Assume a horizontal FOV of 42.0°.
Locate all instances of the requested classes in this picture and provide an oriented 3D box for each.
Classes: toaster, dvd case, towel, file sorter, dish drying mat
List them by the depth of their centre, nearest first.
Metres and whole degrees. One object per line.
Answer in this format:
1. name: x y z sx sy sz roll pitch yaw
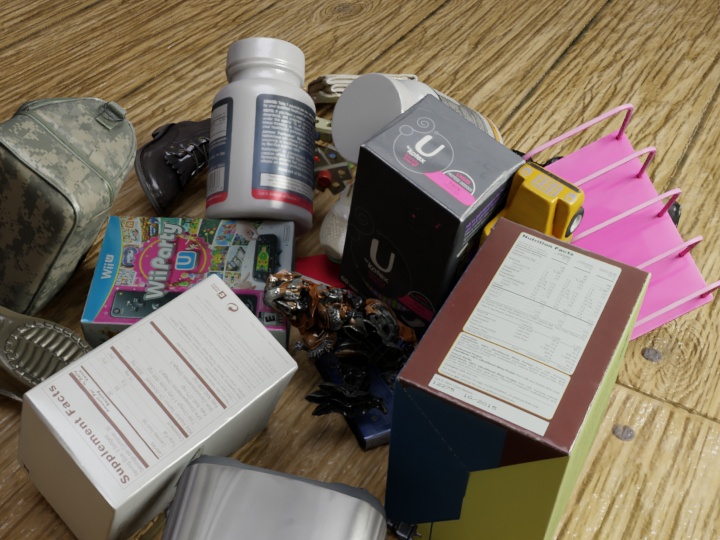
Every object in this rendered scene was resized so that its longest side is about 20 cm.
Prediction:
1. toaster: -0.062 0.228 0.686 0.196 0.115 0.130 12 43 6
2. file sorter: 0.248 -0.038 0.926 0.137 0.125 0.203 -26 77 4
3. dvd case: 0.062 0.095 0.936 0.197 0.018 0.143 -15 42 -20
4. dish drying mat: 0.000 0.000 1.048 0.197 0.018 0.077 -10 40 -17
5. towel: -0.001 -0.245 1.281 0.130 0.035 0.200 -1 8 -8

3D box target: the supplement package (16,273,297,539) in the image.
1. supplement package: -0.169 0.118 0.783 0.117 0.117 0.199 45 51 12

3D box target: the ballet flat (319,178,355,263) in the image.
1. ballet flat: 0.001 -0.082 1.059 0.066 0.063 0.201 11 34 12

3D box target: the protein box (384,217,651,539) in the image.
1. protein box: 0.123 0.108 0.763 0.133 0.201 0.201 22 47 19

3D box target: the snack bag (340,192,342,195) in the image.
1. snack bag: 0.070 -0.047 1.091 0.185 0.022 0.201 -3 34 -10

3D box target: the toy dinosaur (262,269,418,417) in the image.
1. toy dinosaur: 0.003 0.059 0.878 0.196 0.104 0.136 5 26 0

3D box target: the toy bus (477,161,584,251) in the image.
1. toy bus: 0.144 0.002 0.873 0.065 0.202 0.078 34 51 24

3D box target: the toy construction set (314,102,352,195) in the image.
1. toy construction set: -0.056 -0.140 1.169 0.129 0.094 0.201 4 28 2

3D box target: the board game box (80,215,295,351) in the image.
1. board game box: -0.168 0.020 0.956 0.196 0.065 0.149 1 48 -1

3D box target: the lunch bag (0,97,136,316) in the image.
1. lunch bag: -0.322 -0.072 0.964 0.139 0.200 0.168 40 34 -1

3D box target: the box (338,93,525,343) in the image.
1. box: 0.062 -0.043 0.907 0.122 0.202 0.106 37 56 20

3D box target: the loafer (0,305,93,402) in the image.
1. loafer: -0.326 0.082 0.883 0.198 0.068 0.076 28 45 5

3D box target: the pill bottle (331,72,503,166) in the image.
1. pill bottle: 0.064 -0.140 1.024 0.116 0.118 0.199 38 15 36

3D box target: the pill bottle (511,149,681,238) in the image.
1. pill bottle: 0.245 -0.059 1.051 0.197 0.113 0.112 23 42 13

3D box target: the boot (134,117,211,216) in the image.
1. boot: -0.175 -0.155 1.139 0.171 0.070 0.201 -16 35 13

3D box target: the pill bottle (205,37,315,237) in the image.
1. pill bottle: -0.108 -0.145 1.042 0.117 0.120 0.204 2 78 -2
